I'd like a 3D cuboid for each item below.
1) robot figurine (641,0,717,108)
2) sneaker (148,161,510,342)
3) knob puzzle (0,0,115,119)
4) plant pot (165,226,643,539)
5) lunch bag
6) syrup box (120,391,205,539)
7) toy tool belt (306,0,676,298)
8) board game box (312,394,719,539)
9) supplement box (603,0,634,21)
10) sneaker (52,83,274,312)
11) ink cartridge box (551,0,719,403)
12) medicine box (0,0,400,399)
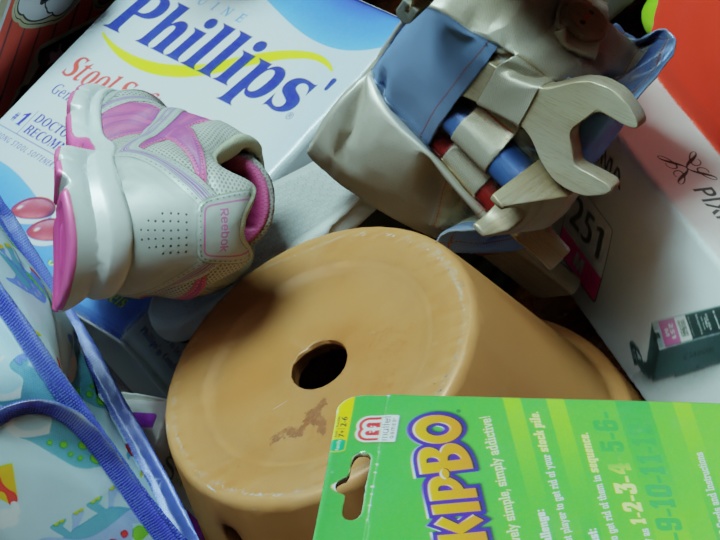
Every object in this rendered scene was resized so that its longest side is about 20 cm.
[{"bbox_3d":[0.205,-0.121,1.181,0.175,0.116,0.200,4,56,44],"label":"robot figurine"},{"bbox_3d":[0.000,0.000,1.205,0.200,0.099,0.071,-36,31,-27],"label":"sneaker"},{"bbox_3d":[-0.135,-0.123,1.385,0.030,0.220,0.220,36,74,14],"label":"knob puzzle"},{"bbox_3d":[0.013,0.076,1.112,0.200,0.140,0.200,-18,44,18],"label":"plant pot"},{"bbox_3d":[-0.176,0.086,1.084,0.170,0.127,0.200,-34,82,6],"label":"lunch bag"},{"bbox_3d":[-0.121,0.156,1.154,0.081,0.079,0.200,3,60,30],"label":"syrup box"},{"bbox_3d":[0.073,-0.068,1.087,0.125,0.123,0.200,-45,-4,-33],"label":"toy tool belt"},{"bbox_3d":[0.085,0.085,0.964,0.200,0.030,0.096,3,42,7],"label":"board game box"},{"bbox_3d":[0.089,-0.182,1.238,0.074,0.126,0.200,-57,9,-23],"label":"supplement box"},{"bbox_3d":[-0.080,-0.028,1.140,0.088,0.081,0.200,2,17,-4],"label":"sneaker"},{"bbox_3d":[0.141,-0.026,1.097,0.043,0.174,0.200,-9,40,-21],"label":"ink cartridge box"},{"bbox_3d":[-0.074,-0.042,1.303,0.200,0.103,0.182,-49,44,-13],"label":"medicine box"}]
